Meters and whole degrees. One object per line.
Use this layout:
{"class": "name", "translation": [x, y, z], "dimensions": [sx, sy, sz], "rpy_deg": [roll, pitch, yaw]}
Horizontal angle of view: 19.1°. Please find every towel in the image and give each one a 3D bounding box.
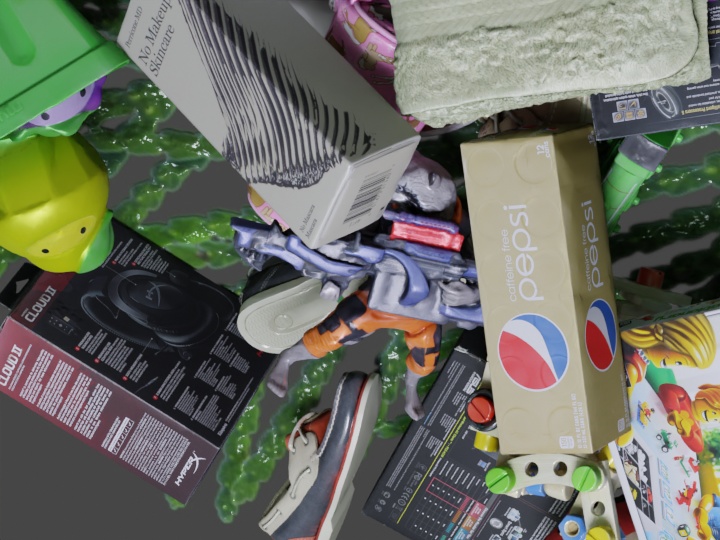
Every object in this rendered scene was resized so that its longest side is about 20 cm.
{"class": "towel", "translation": [0.106, -0.170, 1.273], "dimensions": [0.199, 0.036, 0.149], "rpy_deg": [-8, 93, 20]}

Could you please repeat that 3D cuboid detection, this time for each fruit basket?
{"class": "fruit basket", "translation": [-0.234, -0.079, 1.425], "dimensions": [0.215, 0.156, 0.216], "rpy_deg": [-1, 96, -6]}

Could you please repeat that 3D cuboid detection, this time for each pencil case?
{"class": "pencil case", "translation": [-0.007, -0.104, 1.409], "dimensions": [0.087, 0.083, 0.200], "rpy_deg": [56, 137, 26]}

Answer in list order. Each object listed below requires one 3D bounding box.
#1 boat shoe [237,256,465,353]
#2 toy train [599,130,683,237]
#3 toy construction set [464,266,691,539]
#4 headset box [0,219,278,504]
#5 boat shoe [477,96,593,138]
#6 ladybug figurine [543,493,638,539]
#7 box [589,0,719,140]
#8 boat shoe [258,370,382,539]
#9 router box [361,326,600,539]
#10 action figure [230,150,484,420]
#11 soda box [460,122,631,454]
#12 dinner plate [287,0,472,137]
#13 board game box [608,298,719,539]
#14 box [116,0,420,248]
{"class": "boat shoe", "translation": [0.008, -0.001, 1.516], "dimensions": [0.200, 0.068, 0.072], "rpy_deg": [-15, 125, 17]}
{"class": "toy train", "translation": [0.183, -0.081, 1.387], "dimensions": [0.042, 0.056, 0.200], "rpy_deg": [30, 130, 1]}
{"class": "toy construction set", "translation": [0.145, 0.083, 1.442], "dimensions": [0.131, 0.200, 0.092], "rpy_deg": [16, 171, 26]}
{"class": "headset box", "translation": [-0.173, 0.056, 1.582], "dimensions": [0.200, 0.149, 0.077], "rpy_deg": [31, 130, -1]}
{"class": "boat shoe", "translation": [0.110, -0.086, 1.393], "dimensions": [0.065, 0.072, 0.200], "rpy_deg": [3, 129, -9]}
{"class": "ladybug figurine", "translation": [0.193, 0.203, 1.521], "dimensions": [0.136, 0.200, 0.072], "rpy_deg": [-52, 59, 42]}
{"class": "box", "translation": [0.227, -0.170, 1.269], "dimensions": [0.200, 0.044, 0.161], "rpy_deg": [-8, 93, 28]}
{"class": "boat shoe", "translation": [-0.031, 0.146, 1.640], "dimensions": [0.062, 0.071, 0.200], "rpy_deg": [25, 134, 8]}
{"class": "router box", "translation": [0.108, 0.137, 1.573], "dimensions": [0.150, 0.062, 0.200], "rpy_deg": [30, 130, 2]}
{"class": "action figure", "translation": [0.000, 0.000, 1.421], "dimensions": [0.200, 0.105, 0.194], "rpy_deg": [19, 121, -12]}
{"class": "soda box", "translation": [0.117, 0.011, 1.336], "dimensions": [0.068, 0.064, 0.201], "rpy_deg": [-3, 99, 32]}
{"class": "dinner plate", "translation": [0.016, -0.178, 1.412], "dimensions": [0.200, 0.024, 0.201], "rpy_deg": [12, 127, 16]}
{"class": "board game box", "translation": [0.226, 0.122, 1.360], "dimensions": [0.126, 0.035, 0.200], "rpy_deg": [-15, 97, 32]}
{"class": "box", "translation": [-0.060, -0.114, 1.334], "dimensions": [0.200, 0.068, 0.082], "rpy_deg": [45, 135, 20]}
